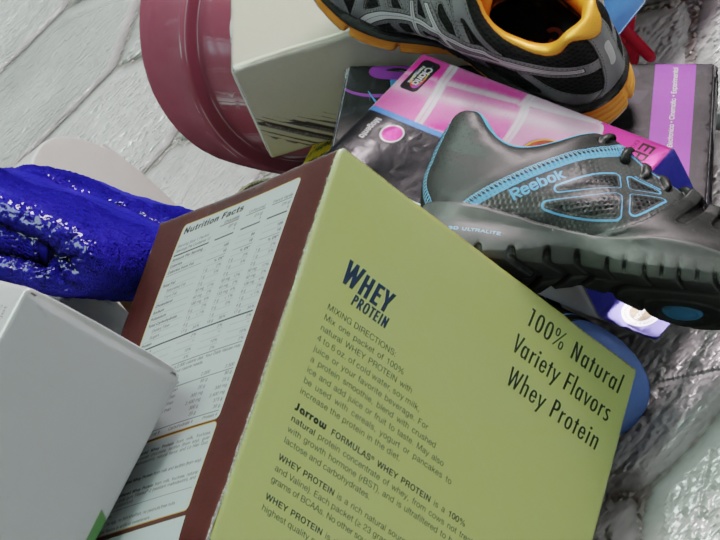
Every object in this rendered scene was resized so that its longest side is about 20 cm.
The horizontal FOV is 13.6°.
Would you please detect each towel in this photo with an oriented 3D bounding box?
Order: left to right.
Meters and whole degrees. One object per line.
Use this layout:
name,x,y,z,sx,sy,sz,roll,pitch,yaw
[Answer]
towel,-0.147,-0.023,1.459,0.200,0.147,0.050,0,-76,-70

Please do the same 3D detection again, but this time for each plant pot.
plant pot,-0.008,-0.150,1.840,0.179,0.200,0.200,17,63,51

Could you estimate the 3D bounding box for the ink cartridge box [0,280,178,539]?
ink cartridge box,-0.176,0.081,1.329,0.145,0.084,0.200,-63,22,-8

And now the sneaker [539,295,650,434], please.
sneaker,0.082,0.035,1.502,0.078,0.071,0.199,-13,21,-38

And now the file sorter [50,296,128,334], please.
file sorter,-0.127,0.130,1.534,0.124,0.200,0.139,-37,23,23

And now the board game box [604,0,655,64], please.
board game box,0.137,-0.132,1.738,0.200,0.039,0.158,-51,17,-18

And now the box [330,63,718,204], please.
box,0.082,-0.052,1.545,0.199,0.036,0.143,1,40,9

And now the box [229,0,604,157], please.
box,0.032,-0.135,1.637,0.199,0.069,0.082,-15,39,11

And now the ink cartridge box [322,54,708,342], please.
ink cartridge box,0.085,-0.038,1.476,0.199,0.037,0.095,24,53,28

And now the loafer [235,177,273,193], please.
loafer,-0.050,-0.003,1.764,0.075,0.068,0.200,3,33,-1

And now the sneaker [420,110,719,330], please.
sneaker,0.125,-0.025,1.384,0.073,0.199,0.082,94,-174,-69

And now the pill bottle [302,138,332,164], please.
pill bottle,0.000,0.000,1.646,0.112,0.112,0.201,-22,32,44

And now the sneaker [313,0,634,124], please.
sneaker,0.052,-0.146,1.538,0.078,0.199,0.077,-58,-18,-19

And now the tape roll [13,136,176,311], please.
tape roll,-0.171,0.042,1.760,0.139,0.203,0.203,-37,23,20

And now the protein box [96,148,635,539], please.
protein box,-0.008,0.093,1.348,0.135,0.198,0.201,-19,44,47
